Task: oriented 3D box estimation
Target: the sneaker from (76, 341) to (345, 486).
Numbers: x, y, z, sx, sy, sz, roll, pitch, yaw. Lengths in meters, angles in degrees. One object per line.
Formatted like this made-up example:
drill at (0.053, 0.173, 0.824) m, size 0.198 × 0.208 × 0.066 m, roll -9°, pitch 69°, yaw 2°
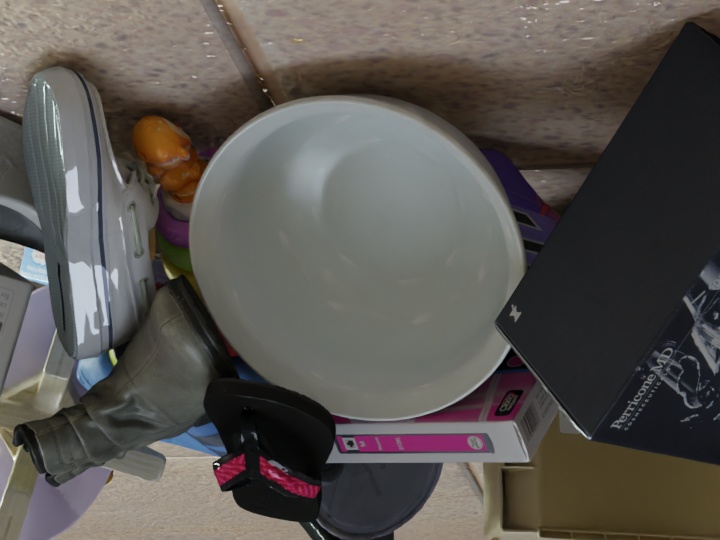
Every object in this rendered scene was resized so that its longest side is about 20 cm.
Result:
sneaker at (-0.104, 0.097, 1.309) m, size 0.199 × 0.066 × 0.078 m, roll 29°, pitch 141°, yaw -19°

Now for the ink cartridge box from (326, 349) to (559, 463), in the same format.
ink cartridge box at (0.029, 0.077, 1.143) m, size 0.198 × 0.095 × 0.037 m, roll -6°, pitch 121°, yaw 34°

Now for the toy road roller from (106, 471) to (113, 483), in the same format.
toy road roller at (-0.262, 0.096, 1.496) m, size 0.198 × 0.148 × 0.123 m, roll -3°, pitch 165°, yaw 14°

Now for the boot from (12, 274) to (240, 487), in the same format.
boot at (-0.143, 0.079, 1.119) m, size 0.130 × 0.068 × 0.200 m, roll -26°, pitch 165°, yaw -14°

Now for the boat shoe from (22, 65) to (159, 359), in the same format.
boat shoe at (-0.150, -0.038, 1.089) m, size 0.066 × 0.074 × 0.201 m, roll -19°, pitch 139°, yaw -23°

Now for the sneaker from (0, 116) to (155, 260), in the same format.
sneaker at (-0.219, -0.044, 1.157) m, size 0.099 × 0.071 × 0.199 m, roll -9°, pitch 156°, yaw 38°

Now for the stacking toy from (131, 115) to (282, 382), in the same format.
stacking toy at (-0.090, -0.031, 1.158) m, size 0.116 × 0.110 × 0.200 m, roll 27°, pitch 159°, yaw 37°

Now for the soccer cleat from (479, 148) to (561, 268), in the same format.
soccer cleat at (0.131, 0.006, 1.147) m, size 0.073 × 0.201 × 0.068 m, roll -25°, pitch -171°, yaw 35°

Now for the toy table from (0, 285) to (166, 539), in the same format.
toy table at (-0.231, 0.113, 1.370) m, size 0.182 × 0.202 × 0.117 m, roll 6°, pitch -176°, yaw -7°

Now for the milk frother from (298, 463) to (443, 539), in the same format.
milk frother at (0.013, 0.112, 1.472) m, size 0.188 × 0.199 × 0.181 m, roll 39°, pitch 158°, yaw 53°

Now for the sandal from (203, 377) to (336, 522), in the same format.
sandal at (-0.053, 0.119, 1.109) m, size 0.074 × 0.045 × 0.201 m, roll 11°, pitch 152°, yaw 8°

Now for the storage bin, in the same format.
storage bin at (0.186, 0.122, 1.470) m, size 0.196 × 0.202 × 0.094 m, roll 5°, pitch 163°, yaw -16°

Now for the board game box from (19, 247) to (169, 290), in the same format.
board game box at (-0.120, 0.018, 1.350) m, size 0.199 × 0.037 × 0.151 m, roll 15°, pitch 177°, yaw -43°

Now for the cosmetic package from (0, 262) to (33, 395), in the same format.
cosmetic package at (-0.312, 0.072, 1.191) m, size 0.122 × 0.202 × 0.199 m, roll 17°, pitch -178°, yaw -28°

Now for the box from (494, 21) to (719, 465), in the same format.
box at (0.206, -0.003, 1.014) m, size 0.181 × 0.104 × 0.201 m, roll 14°, pitch 116°, yaw -38°

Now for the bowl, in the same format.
bowl at (0.008, -0.022, 1.090) m, size 0.199 × 0.203 × 0.090 m, roll -6°, pitch -156°, yaw 22°
